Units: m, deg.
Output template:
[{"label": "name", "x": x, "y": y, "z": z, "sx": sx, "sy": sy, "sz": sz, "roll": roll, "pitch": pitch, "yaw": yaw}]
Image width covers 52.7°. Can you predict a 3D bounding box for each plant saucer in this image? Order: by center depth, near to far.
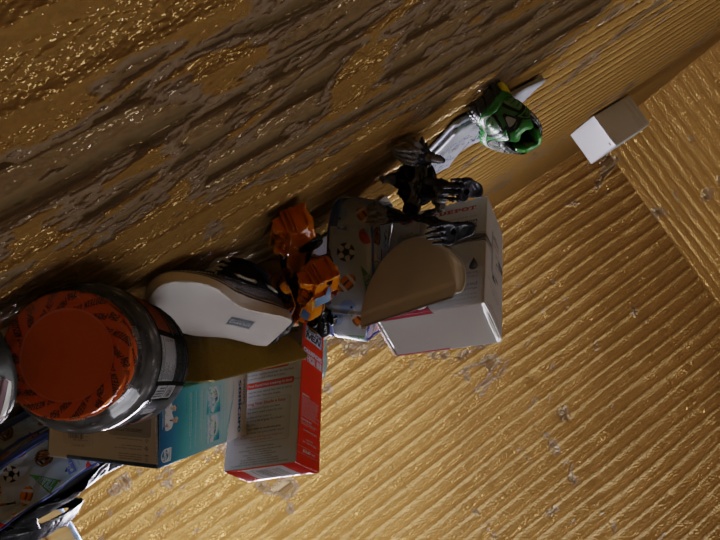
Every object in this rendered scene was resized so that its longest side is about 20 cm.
[{"label": "plant saucer", "x": -0.199, "y": 0.095, "z": 0.903, "sx": 0.199, "sy": 0.049, "sz": 0.200, "roll": -1, "pitch": -178, "yaw": 30}]

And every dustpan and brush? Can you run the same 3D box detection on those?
[{"label": "dustpan and brush", "x": 0.074, "y": -0.014, "z": 0.920, "sx": 0.139, "sy": 0.057, "sz": 0.201, "roll": -20, "pitch": -135, "yaw": 29}]

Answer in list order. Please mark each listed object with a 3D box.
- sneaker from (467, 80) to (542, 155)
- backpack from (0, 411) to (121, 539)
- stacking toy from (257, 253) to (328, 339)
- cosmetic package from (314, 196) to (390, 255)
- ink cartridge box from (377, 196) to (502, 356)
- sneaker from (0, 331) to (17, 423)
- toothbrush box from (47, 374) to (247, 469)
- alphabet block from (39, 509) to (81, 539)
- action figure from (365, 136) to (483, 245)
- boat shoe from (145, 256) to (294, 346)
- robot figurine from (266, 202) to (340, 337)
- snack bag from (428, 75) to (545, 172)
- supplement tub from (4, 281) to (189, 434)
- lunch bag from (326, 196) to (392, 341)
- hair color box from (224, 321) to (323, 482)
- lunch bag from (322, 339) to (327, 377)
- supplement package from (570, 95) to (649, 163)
[{"label": "sneaker", "x": 0.205, "y": -0.184, "z": 0.981, "sx": 0.078, "sy": 0.085, "sz": 0.200, "roll": -45, "pitch": 164, "yaw": 17}, {"label": "backpack", "x": -0.411, "y": 0.254, "z": 0.941, "sx": 0.200, "sy": 0.154, "sz": 0.191, "roll": -42, "pitch": -179, "yaw": 19}, {"label": "stacking toy", "x": -0.126, "y": 0.033, "z": 1.030, "sx": 0.146, "sy": 0.146, "sz": 0.200, "roll": -36, "pitch": 157, "yaw": 18}, {"label": "cosmetic package", "x": -0.029, "y": -0.042, "z": 1.183, "sx": 0.200, "sy": 0.051, "sz": 0.083, "roll": -34, "pitch": 173, "yaw": -3}, {"label": "ink cartridge box", "x": 0.110, "y": 0.006, "z": 0.977, "sx": 0.146, "sy": 0.083, "sz": 0.200, "roll": -11, "pitch": -138, "yaw": 22}, {"label": "sneaker", "x": -0.334, "y": 0.109, "z": 0.513, "sx": 0.200, "sy": 0.076, "sz": 0.115, "roll": -37, "pitch": 171, "yaw": 32}, {"label": "toothbrush box", "x": -0.243, "y": 0.166, "z": 0.864, "sx": 0.146, "sy": 0.086, "sz": 0.200, "roll": 1, "pitch": 180, "yaw": 18}, {"label": "alphabet block", "x": -0.752, "y": 0.584, "z": 1.591, "sx": 0.200, "sy": 0.197, "sz": 0.195, "roll": -31, "pitch": 173, "yaw": -33}, {"label": "action figure", "x": 0.067, "y": -0.102, "z": 0.894, "sx": 0.102, "sy": 0.119, "sz": 0.200, "roll": 9, "pitch": -165, "yaw": -25}, {"label": "boat shoe", "x": -0.167, "y": 0.022, "z": 0.824, "sx": 0.075, "sy": 0.093, "sz": 0.200, "roll": -42, "pitch": 143, "yaw": 15}, {"label": "robot figurine", "x": -0.076, "y": 0.006, "z": 0.889, "sx": 0.058, "sy": 0.145, "sz": 0.200, "roll": -21, "pitch": 163, "yaw": -19}, {"label": "snack bag", "x": 0.165, "y": -0.203, "z": 1.089, "sx": 0.200, "sy": 0.021, "sz": 0.189, "roll": -32, "pitch": 174, "yaw": -29}, {"label": "supplement tub", "x": -0.224, "y": 0.077, "z": 0.633, "sx": 0.122, "sy": 0.123, "sz": 0.200, "roll": -34, "pitch": 174, "yaw": -8}, {"label": "lunch bag", "x": 0.000, "y": 0.000, "z": 1.007, "sx": 0.075, "sy": 0.201, "sz": 0.160, "roll": 6, "pitch": -173, "yaw": 11}, {"label": "hair color box", "x": -0.112, "y": 0.172, "z": 0.976, "sx": 0.111, "sy": 0.201, "sz": 0.064, "roll": -14, "pitch": 148, "yaw": 23}, {"label": "lunch bag", "x": -0.152, "y": 0.120, "z": 1.193, "sx": 0.199, "sy": 0.161, "sz": 0.077, "roll": -18, "pitch": 156, "yaw": 30}, {"label": "supplement package", "x": 0.779, "y": -0.441, "z": 2.267, "sx": 0.200, "sy": 0.118, "sz": 0.117, "roll": -32, "pitch": 175, "yaw": -32}]
